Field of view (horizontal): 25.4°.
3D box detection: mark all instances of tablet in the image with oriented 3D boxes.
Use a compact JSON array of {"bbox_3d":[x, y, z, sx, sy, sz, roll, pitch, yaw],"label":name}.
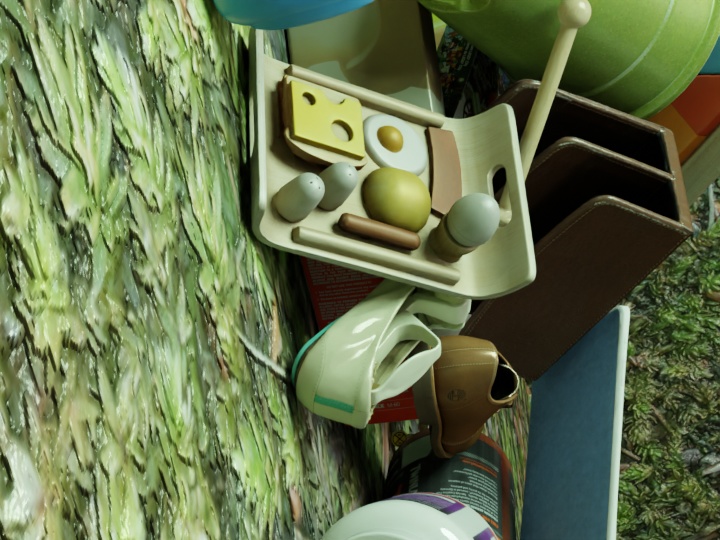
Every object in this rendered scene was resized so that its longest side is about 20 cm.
[{"bbox_3d":[0.160,0.135,1.194,0.130,0.014,0.200,143,-42,-58],"label":"tablet"}]

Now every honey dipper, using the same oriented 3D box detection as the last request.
[{"bbox_3d":[0.114,-0.090,1.083,0.038,0.038,0.200,-66,173,-75],"label":"honey dipper"}]

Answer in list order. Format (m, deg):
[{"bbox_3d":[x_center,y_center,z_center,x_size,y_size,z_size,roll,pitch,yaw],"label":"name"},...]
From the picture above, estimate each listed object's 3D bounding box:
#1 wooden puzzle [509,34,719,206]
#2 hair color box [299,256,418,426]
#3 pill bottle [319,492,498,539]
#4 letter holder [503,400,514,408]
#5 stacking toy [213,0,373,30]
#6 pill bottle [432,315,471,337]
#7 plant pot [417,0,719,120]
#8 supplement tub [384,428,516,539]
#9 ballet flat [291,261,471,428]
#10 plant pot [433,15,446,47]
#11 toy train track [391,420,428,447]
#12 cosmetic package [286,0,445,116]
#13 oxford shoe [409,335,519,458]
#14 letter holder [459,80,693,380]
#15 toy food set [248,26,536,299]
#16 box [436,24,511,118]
[{"bbox_3d":[0.224,-0.151,1.217,0.037,0.200,0.185,1,47,-53],"label":"wooden puzzle"},{"bbox_3d":[0.000,0.000,1.133,0.111,0.064,0.200,-86,167,-53],"label":"hair color box"},{"bbox_3d":[0.027,0.192,0.958,0.200,0.111,0.111,32,51,-79],"label":"pill bottle"},{"bbox_3d":[0.096,0.016,1.554,0.200,0.101,0.142,-88,176,-52],"label":"letter holder"},{"bbox_3d":[-0.052,-0.237,0.968,0.200,0.116,0.110,-110,-175,-55],"label":"stacking toy"},{"bbox_3d":[0.058,-0.035,1.388,0.112,0.112,0.200,-84,162,-60],"label":"pill bottle"},{"bbox_3d":[0.129,-0.217,1.145,0.190,0.200,0.200,15,63,-47],"label":"plant pot"},{"bbox_3d":[0.067,0.212,1.225,0.200,0.107,0.107,-82,162,-63],"label":"supplement tub"},{"bbox_3d":[0.033,0.031,1.035,0.200,0.069,0.069,-47,136,-38],"label":"ballet flat"},{"bbox_3d":[0.110,-0.200,1.469,0.182,0.199,0.200,-115,-172,-62],"label":"plant pot"},{"bbox_3d":[0.044,0.165,1.390,0.115,0.033,0.200,-43,130,-88],"label":"toy train track"},{"bbox_3d":[-0.001,-0.188,1.176,0.071,0.105,0.200,32,49,-77],"label":"cosmetic package"},{"bbox_3d":[0.080,0.093,1.152,0.200,0.071,0.071,64,20,-73],"label":"oxford shoe"},{"bbox_3d":[0.121,-0.028,1.176,0.200,0.142,0.101,-50,-149,42],"label":"letter holder"},{"bbox_3d":[0.018,-0.072,1.004,0.060,0.200,0.144,-41,-136,44],"label":"toy food set"},{"bbox_3d":[0.103,-0.096,1.302,0.200,0.038,0.137,64,36,-43],"label":"box"}]
